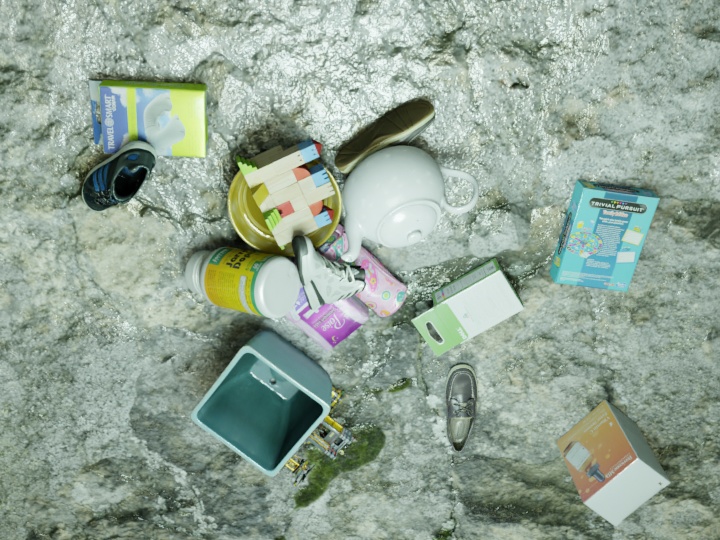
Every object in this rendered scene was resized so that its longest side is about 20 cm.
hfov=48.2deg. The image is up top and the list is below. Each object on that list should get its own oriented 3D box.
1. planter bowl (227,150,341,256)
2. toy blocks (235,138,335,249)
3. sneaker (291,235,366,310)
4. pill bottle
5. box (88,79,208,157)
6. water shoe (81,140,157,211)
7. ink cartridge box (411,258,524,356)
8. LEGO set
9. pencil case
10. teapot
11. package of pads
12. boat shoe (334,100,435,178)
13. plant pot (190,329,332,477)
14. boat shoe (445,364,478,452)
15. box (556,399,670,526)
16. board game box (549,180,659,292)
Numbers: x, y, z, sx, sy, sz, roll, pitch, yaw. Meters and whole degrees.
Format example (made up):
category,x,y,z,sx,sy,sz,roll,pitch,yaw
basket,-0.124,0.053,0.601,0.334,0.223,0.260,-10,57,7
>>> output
category,x,y,z,sx,sy,sz,roll,pitch,yaw
planter bowl,-0.136,-0.131,1.449,0.200,0.083,0.201,-2,115,-3
toy blocks,-0.109,-0.137,1.358,0.137,0.100,0.200,-24,126,-2
sneaker,-0.052,-0.008,1.415,0.115,0.076,0.201,-15,149,-2
pill bottle,-0.219,0.017,1.461,0.200,0.113,0.113,10,123,34
box,-0.366,-0.263,1.389,0.200,0.048,0.122,1,116,-6
water shoe,-0.428,-0.149,1.394,0.071,0.079,0.200,28,134,-32
ink cartridge box,0.208,0.073,1.589,0.200,0.059,0.104,-31,114,11
LEGO set,-0.083,0.341,1.650,0.116,0.154,0.200,39,104,-6
pencil case,0.000,0.000,1.524,0.087,0.087,0.200,-41,111,15
teapot,0.075,-0.111,1.407,0.197,0.146,0.200,5,137,-38
package of pads,-0.091,0.055,1.550,0.120,0.076,0.200,-40,112,18
boat shoe,0.049,-0.228,1.429,0.200,0.073,0.065,-30,135,8
plant pot,-0.171,0.228,1.553,0.196,0.200,0.196,37,110,-5
boat shoe,0.214,0.294,1.696,0.072,0.065,0.200,2,116,-3
box,0.527,0.402,1.697,0.106,0.200,0.152,37,108,-20
board game box,0.465,-0.064,1.545,0.151,0.047,0.200,7,115,-7
